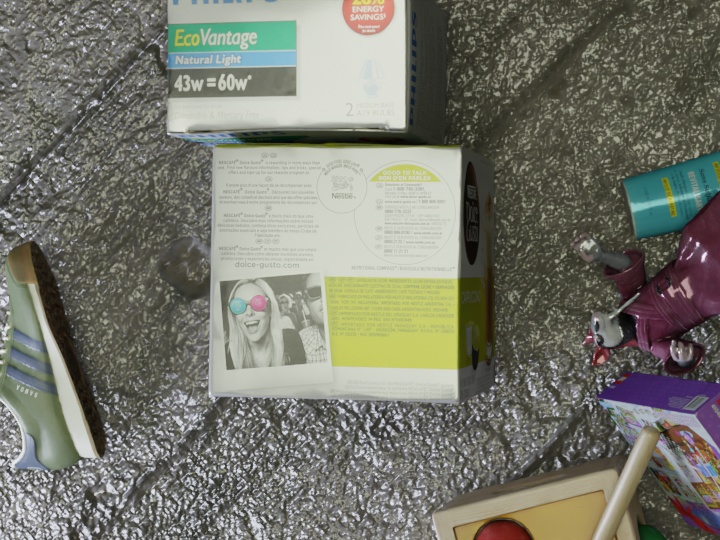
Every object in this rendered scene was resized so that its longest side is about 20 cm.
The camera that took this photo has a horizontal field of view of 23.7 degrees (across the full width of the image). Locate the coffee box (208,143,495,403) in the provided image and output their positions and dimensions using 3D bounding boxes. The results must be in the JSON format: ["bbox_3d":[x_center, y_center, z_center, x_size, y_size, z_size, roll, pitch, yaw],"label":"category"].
[{"bbox_3d":[0.000,0.000,1.390,0.198,0.200,0.199,1,90,12],"label":"coffee box"}]

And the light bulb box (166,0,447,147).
[{"bbox_3d":[-0.038,-0.163,1.398,0.197,0.200,0.126,0,90,12],"label":"light bulb box"}]

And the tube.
[{"bbox_3d":[0.316,-0.073,1.409,0.199,0.050,0.078,-14,89,5],"label":"tube"}]

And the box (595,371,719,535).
[{"bbox_3d":[0.268,0.146,1.324,0.039,0.200,0.137,-38,98,-11],"label":"box"}]

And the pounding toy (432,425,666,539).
[{"bbox_3d":[0.171,0.230,1.381,0.199,0.142,0.185,-16,87,14],"label":"pounding toy"}]

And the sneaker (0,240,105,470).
[{"bbox_3d":[-0.298,0.082,1.515,0.089,0.067,0.201,-18,90,5],"label":"sneaker"}]

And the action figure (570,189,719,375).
[{"bbox_3d":[0.264,0.012,1.402,0.200,0.149,0.135,-34,71,29],"label":"action figure"}]
